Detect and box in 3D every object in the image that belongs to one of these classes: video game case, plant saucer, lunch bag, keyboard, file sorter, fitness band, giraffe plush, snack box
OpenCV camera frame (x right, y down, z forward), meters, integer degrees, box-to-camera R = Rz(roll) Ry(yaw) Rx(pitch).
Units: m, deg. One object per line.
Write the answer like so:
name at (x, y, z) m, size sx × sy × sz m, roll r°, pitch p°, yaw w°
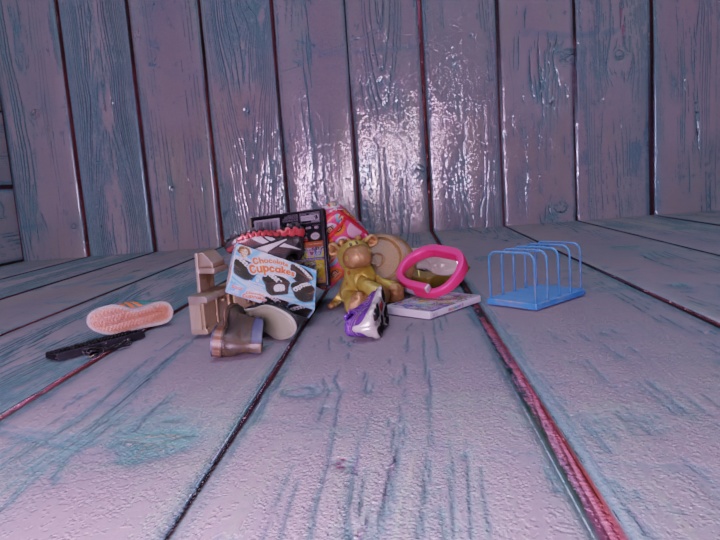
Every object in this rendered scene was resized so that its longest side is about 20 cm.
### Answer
video game case at (-0.172, -0.048, 1.536) m, size 0.195 × 0.186 × 0.025 m, roll -5°, pitch -4°, yaw 17°
plant saucer at (0.045, -0.021, 1.641) m, size 0.195 × 0.204 × 0.036 m, roll -3°, pitch -31°, yaw 11°
lunch bag at (-0.089, -0.069, 1.593) m, size 0.175 × 0.200 × 0.082 m, roll 37°, pitch 13°, yaw -31°
keyboard at (-0.543, 0.154, 1.315) m, size 0.125 × 0.021 × 0.198 m, roll 2°, pitch 11°, yaw 38°
file sorter at (0.403, 0.006, 1.446) m, size 0.197 × 0.126 × 0.137 m, roll -10°, pitch 11°, yaw -39°
fitness band at (0.170, -0.002, 1.525) m, size 0.144 × 0.038 × 0.198 m, roll -48°, pitch 33°, yaw -19°
giraffe plush at (0.000, 0.000, 1.521) m, size 0.170 × 0.167 × 0.198 m, roll -13°, pitch 8°, yaw -35°
video game case at (0.166, 0.077, 1.456) m, size 0.141 × 0.019 × 0.197 m, roll 4°, pitch 12°, yaw 44°
plant saucer at (0.173, 0.021, 1.735) m, size 0.197 × 0.050 × 0.197 m, roll 2°, pitch 11°, yaw 44°
snack box at (-0.194, 0.023, 1.392) m, size 0.196 × 0.037 × 0.118 m, roll 19°, pitch 44°, yaw -20°

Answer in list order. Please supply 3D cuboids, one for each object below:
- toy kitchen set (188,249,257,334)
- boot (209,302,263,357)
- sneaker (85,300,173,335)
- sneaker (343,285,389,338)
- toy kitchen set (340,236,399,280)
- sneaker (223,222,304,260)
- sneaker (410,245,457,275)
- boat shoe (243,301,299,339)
toy kitchen set at (-0.265, 0.036, 1.409) m, size 0.176 × 0.168 × 0.200 m, roll -2°, pitch 9°, yaw 15°
boot at (-0.227, 0.120, 1.236) m, size 0.094 × 0.077 × 0.201 m, roll 5°, pitch 18°, yaw -1°
sneaker at (-0.545, 0.109, 1.474) m, size 0.196 × 0.073 × 0.079 m, roll -4°, pitch 2°, yaw -38°
sneaker at (0.010, 0.085, 1.289) m, size 0.081 × 0.083 × 0.200 m, roll -8°, pitch 8°, yaw 13°
toy kitchen set at (-0.020, -0.074, 1.780) m, size 0.161 × 0.183 × 0.200 m, roll -11°, pitch -22°, yaw -42°
sneaker at (-0.216, -0.049, 1.453) m, size 0.196 × 0.101 × 0.070 m, roll -8°, pitch -4°, yaw -27°
sneaker at (0.201, -0.030, 1.650) m, size 0.083 × 0.077 × 0.198 m, roll -1°, pitch 9°, yaw -40°
boat shoe at (-0.179, 0.098, 1.309) m, size 0.065 × 0.076 × 0.197 m, roll -27°, pitch 11°, yaw -40°
